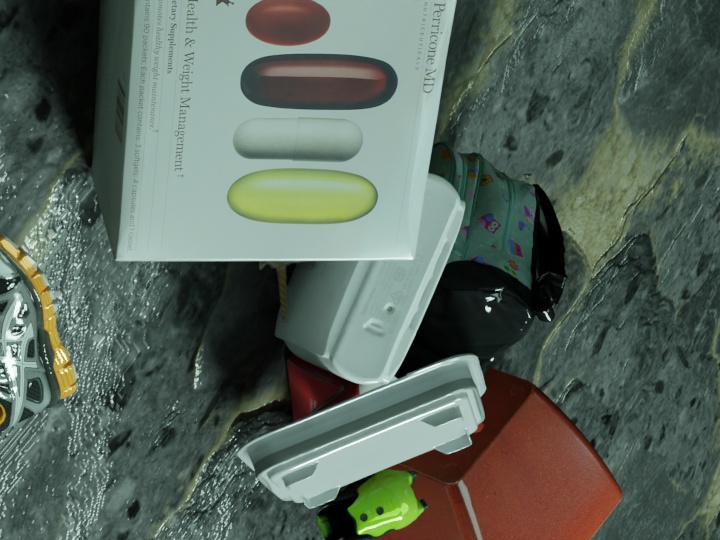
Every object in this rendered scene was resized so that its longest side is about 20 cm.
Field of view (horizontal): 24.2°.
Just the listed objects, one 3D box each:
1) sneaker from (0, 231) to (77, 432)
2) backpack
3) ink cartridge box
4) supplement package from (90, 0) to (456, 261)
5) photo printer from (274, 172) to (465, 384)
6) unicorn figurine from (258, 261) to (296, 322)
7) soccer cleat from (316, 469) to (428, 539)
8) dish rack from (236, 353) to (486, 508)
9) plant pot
[{"bbox_3d":[-0.242,0.036,1.083,0.077,0.078,0.200,-40,142,-24],"label":"sneaker"},{"bbox_3d":[0.088,-0.012,1.419,0.167,0.126,0.200,-41,-154,39],"label":"backpack"},{"bbox_3d":[0.001,0.101,1.490,0.200,0.067,0.116,-38,139,-36],"label":"ink cartridge box"},{"bbox_3d":[-0.064,-0.120,1.087,0.199,0.147,0.192,-1,118,-16],"label":"supplement package"},{"bbox_3d":[0.000,0.000,1.326,0.069,0.200,0.167,24,87,-16],"label":"photo printer"},{"bbox_3d":[-0.056,-0.071,1.270,0.200,0.137,0.074,49,29,-34],"label":"unicorn figurine"},{"bbox_3d":[-0.009,0.215,1.501,0.081,0.068,0.200,-20,174,-21],"label":"soccer cleat"},{"bbox_3d":[0.011,0.135,1.331,0.200,0.044,0.172,-22,163,1],"label":"dish rack"},{"bbox_3d":[0.100,0.194,1.599,0.200,0.200,0.176,-47,134,-26],"label":"plant pot"}]
